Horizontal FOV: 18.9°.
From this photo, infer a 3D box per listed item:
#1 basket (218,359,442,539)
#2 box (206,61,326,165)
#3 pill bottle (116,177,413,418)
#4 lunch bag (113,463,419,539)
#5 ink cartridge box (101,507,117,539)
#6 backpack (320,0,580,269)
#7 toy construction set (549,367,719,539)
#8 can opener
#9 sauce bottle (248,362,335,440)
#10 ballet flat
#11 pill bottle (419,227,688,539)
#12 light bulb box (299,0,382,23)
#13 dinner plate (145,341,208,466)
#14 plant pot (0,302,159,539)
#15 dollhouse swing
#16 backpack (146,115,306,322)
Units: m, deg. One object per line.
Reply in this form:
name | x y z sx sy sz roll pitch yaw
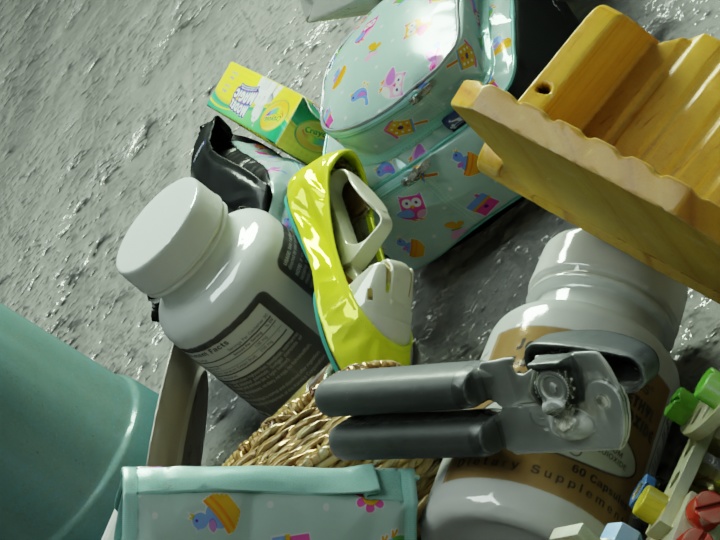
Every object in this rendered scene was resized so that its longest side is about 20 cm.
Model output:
basket | -0.031 0.144 1.332 0.200 0.143 0.149 -45 26 10
box | -0.036 -0.104 1.706 0.048 0.117 0.200 -60 25 -1
pill bottle | -0.067 0.028 1.482 0.111 0.200 0.111 -38 27 23
lunch bag | -0.058 0.188 1.196 0.122 0.170 0.201 -103 18 -60
ink cartridge box | -0.173 0.263 1.368 0.198 0.047 0.200 107 -178 -54
backpack | 0.054 -0.108 1.530 0.200 0.153 0.176 -45 27 30
toy construction set | 0.165 0.120 1.070 0.200 0.092 0.131 -42 -8 -31
can opener | 0.067 0.067 1.140 0.200 0.054 0.067 -6 16 44
sauce bottle | -0.054 0.137 1.459 0.200 0.065 0.065 -46 23 38
ballet flat | 0.000 0.000 1.421 0.067 0.067 0.200 -40 49 26
pill bottle | 0.116 0.080 1.209 0.114 0.114 0.200 -19 39 48
light bulb box | 0.073 -0.282 1.649 0.200 0.125 0.198 -13 -3 -40
dinner plate | -0.130 0.134 1.537 0.200 0.024 0.201 7 -90 -88
plant pot | -0.270 0.128 1.689 0.200 0.196 0.201 -39 27 24
dollhouse swing | 0.174 -0.079 1.143 0.200 0.176 0.182 31 72 28
backpack | -0.072 -0.022 1.636 0.200 0.126 0.168 -158 82 -68
